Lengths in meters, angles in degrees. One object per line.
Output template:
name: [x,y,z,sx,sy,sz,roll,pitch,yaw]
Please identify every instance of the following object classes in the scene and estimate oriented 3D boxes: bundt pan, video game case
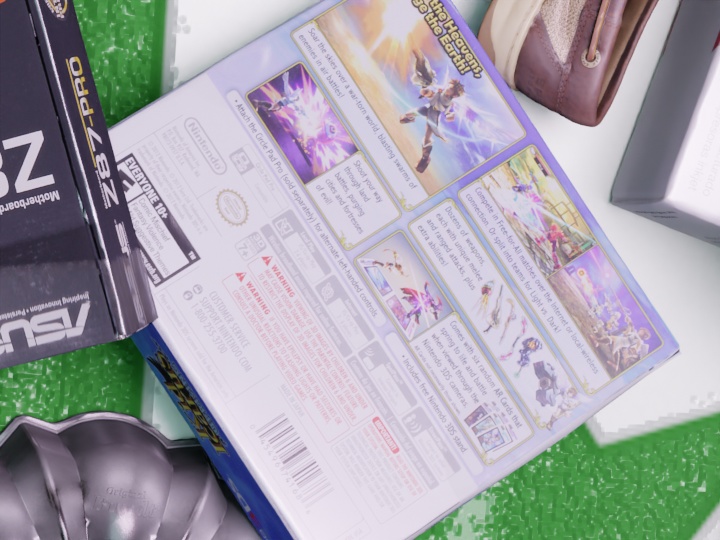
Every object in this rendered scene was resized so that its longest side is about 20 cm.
bundt pan: [-0.108,0.159,1.171,0.201,0.076,0.203,0,92,-12]
video game case: [0.000,0.000,1.176,0.181,0.045,0.200,-33,88,-20]

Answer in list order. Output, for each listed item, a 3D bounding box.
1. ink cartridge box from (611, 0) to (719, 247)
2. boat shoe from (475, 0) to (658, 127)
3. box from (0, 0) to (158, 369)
ink cartridge box: [0.227,-0.060,1.234,0.199,0.083,0.146,21,87,-11]
boat shoe: [0.127,-0.150,1.205,0.072,0.072,0.200,33,88,23]
box: [-0.193,-0.032,1.123,0.199,0.049,0.162,-13,96,14]
